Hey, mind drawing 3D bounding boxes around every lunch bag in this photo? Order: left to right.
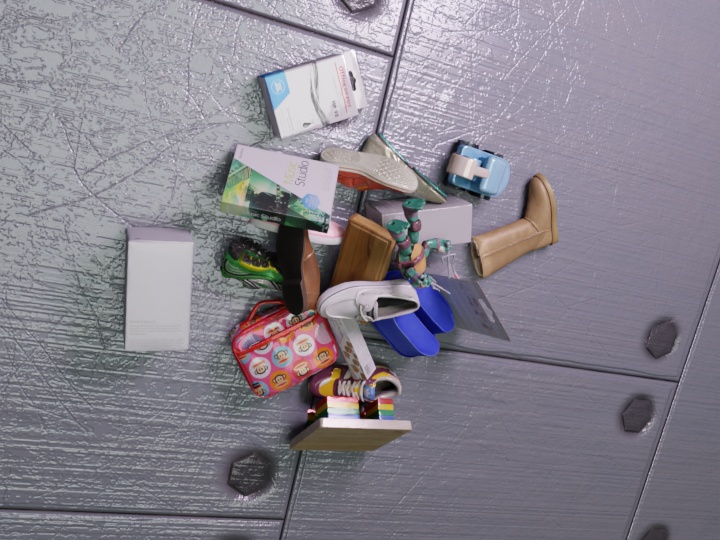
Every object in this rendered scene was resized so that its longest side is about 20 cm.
[{"bbox_3d":[-0.157,0.138,1.435,0.198,0.082,0.178,-27,107,-8],"label":"lunch bag"}]

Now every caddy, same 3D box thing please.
[{"bbox_3d":[0.102,0.092,1.501,0.201,0.104,0.142,50,62,-22],"label":"caddy"}]

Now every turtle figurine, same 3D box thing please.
[{"bbox_3d":[0.110,-0.026,1.342,0.099,0.151,0.202,-6,129,23],"label":"turtle figurine"}]

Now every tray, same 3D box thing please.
[{"bbox_3d":[0.000,0.000,1.409,0.098,0.037,0.202,27,122,16],"label":"tray"}]

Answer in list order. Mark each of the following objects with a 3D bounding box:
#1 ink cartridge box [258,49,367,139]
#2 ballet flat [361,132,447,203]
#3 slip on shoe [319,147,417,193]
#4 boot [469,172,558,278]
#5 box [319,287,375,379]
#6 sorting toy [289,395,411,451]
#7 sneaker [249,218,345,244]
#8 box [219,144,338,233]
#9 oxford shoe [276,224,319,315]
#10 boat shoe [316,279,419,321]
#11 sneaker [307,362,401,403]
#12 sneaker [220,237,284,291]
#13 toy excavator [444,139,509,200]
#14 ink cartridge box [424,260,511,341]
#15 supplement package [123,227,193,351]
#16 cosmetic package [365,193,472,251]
[{"bbox_3d":[-0.079,-0.333,1.337,0.197,0.067,0.118,-20,110,-13],"label":"ink cartridge box"},{"bbox_3d":[0.085,-0.189,1.424,0.200,0.067,0.062,43,100,-1],"label":"ballet flat"},{"bbox_3d":[0.015,-0.184,1.380,0.197,0.075,0.062,14,135,9],"label":"slip on shoe"},{"bbox_3d":[0.329,-0.095,1.550,0.197,0.066,0.178,-22,110,-11],"label":"boot"},{"bbox_3d":[-0.025,0.129,1.444,0.041,0.038,0.202,-47,123,-44],"label":"box"},{"bbox_3d":[-0.026,0.318,1.483,0.197,0.199,0.071,6,62,-23],"label":"sorting toy"},{"bbox_3d":[-0.107,-0.118,1.381,0.197,0.075,0.106,13,105,-18],"label":"sneaker"},{"bbox_3d":[-0.144,-0.150,1.304,0.196,0.146,0.037,10,143,-4],"label":"box"},{"bbox_3d":[-0.112,-0.023,1.351,0.071,0.071,0.204,-17,109,-49],"label":"oxford shoe"},{"bbox_3d":[0.017,0.067,1.363,0.196,0.066,0.073,-4,124,-15],"label":"boat shoe"},{"bbox_3d":[-0.010,0.241,1.507,0.197,0.090,0.076,-5,107,-18],"label":"sneaker"},{"bbox_3d":[-0.182,0.003,1.401,0.198,0.079,0.085,24,133,-30],"label":"sneaker"},{"bbox_3d":[0.231,-0.198,1.411,0.192,0.200,0.101,15,99,-22],"label":"toy excavator"},{"bbox_3d":[0.223,0.060,1.480,0.050,0.199,0.162,-44,115,-22],"label":"ink cartridge box"},{"bbox_3d":[-0.371,0.032,1.307,0.115,0.117,0.204,1,105,-19],"label":"supplement package"},{"bbox_3d":[0.118,-0.098,1.450,0.197,0.107,0.092,-11,112,-18],"label":"cosmetic package"}]
